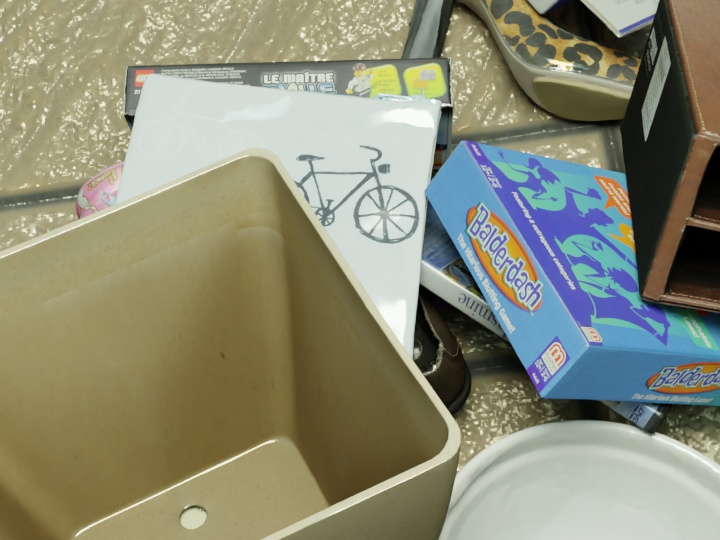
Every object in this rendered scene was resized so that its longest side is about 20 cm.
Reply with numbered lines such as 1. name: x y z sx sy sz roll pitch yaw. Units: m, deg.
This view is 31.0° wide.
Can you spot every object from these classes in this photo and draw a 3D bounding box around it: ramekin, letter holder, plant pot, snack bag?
1. ramekin: 0.126 0.190 0.694 0.200 0.105 0.200 3 48 -4
2. letter holder: 0.232 -0.065 0.729 0.142 0.101 0.200 11 34 1
3. plant pot: -0.081 0.100 0.589 0.200 0.177 0.200 -23 49 -13
4. snack bag: -0.056 -0.020 0.739 0.188 0.021 0.200 6 69 4

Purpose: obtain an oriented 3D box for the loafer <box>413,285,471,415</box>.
1. loafer: 0.000 0.000 0.790 0.073 0.071 0.200 -37 71 -13

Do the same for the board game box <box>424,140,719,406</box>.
1. board game box: 0.150 0.005 0.739 0.200 0.045 0.152 7 43 -39

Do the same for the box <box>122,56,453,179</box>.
1. box: -0.042 -0.093 0.829 0.200 0.110 0.035 -1 70 2

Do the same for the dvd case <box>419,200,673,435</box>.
1. dvd case: 0.114 0.009 0.788 0.200 0.018 0.143 33 32 14

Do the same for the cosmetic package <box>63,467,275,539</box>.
1. cosmetic package: -0.124 0.203 0.675 0.103 0.073 0.200 12 52 19

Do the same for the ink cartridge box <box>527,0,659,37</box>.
1. ink cartridge box: 0.169 -0.245 0.881 0.197 0.047 0.200 -27 71 -30

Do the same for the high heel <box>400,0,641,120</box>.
1. high heel: 0.133 -0.180 0.874 0.200 0.071 0.143 11 73 12

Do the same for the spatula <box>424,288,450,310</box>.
1. spatula: -0.030 0.036 0.828 0.200 0.021 0.057 -27 70 -7

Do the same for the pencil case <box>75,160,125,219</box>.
1. pencil case: -0.118 0.024 0.789 0.086 0.083 0.200 -16 60 -8
